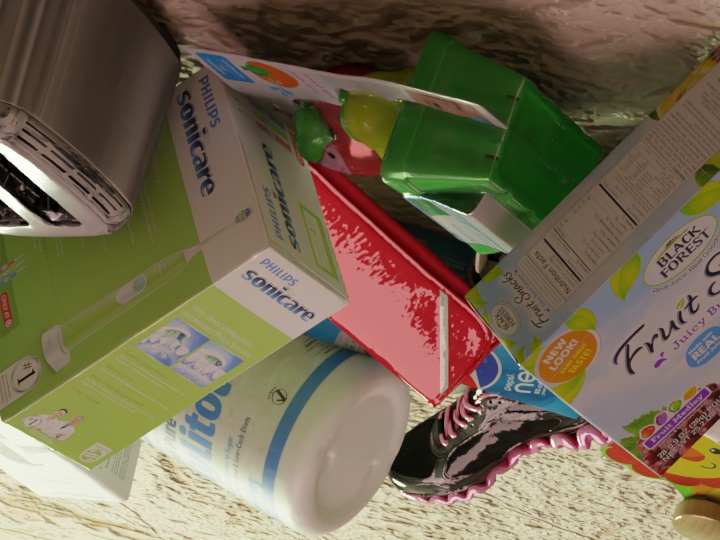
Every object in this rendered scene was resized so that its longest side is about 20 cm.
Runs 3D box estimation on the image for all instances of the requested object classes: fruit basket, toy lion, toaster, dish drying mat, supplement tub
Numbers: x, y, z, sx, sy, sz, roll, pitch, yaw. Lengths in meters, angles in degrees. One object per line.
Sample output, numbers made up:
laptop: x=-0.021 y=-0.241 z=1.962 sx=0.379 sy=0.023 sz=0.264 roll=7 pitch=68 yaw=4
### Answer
fruit basket: x=0.023 y=-0.068 z=1.336 sx=0.199 sy=0.095 sz=0.185 roll=7 pitch=164 yaw=32
toy lion: x=0.275 y=0.130 z=1.754 sx=0.199 sy=0.069 sz=0.192 roll=-2 pitch=147 yaw=31
toaster: x=-0.184 y=-0.103 z=1.308 sx=0.113 sy=0.130 sz=0.200 roll=0 pitch=156 yaw=24
dish drying mat: x=0.000 y=0.000 z=1.486 sx=0.200 sy=0.018 sz=0.077 roll=41 pitch=109 yaw=-18
supplement tub: x=-0.078 y=0.080 z=1.618 sx=0.199 sy=0.132 sz=0.132 roll=26 pitch=166 yaw=27

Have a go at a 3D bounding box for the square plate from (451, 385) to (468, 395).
square plate: x=0.010 y=0.041 z=1.701 sx=0.198 sy=0.029 sz=0.198 roll=12 pitch=159 yaw=-1

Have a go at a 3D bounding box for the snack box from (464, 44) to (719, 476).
snack box: x=0.180 y=-0.004 z=1.294 sx=0.168 sy=0.200 sz=0.068 roll=38 pitch=-171 yaw=-47

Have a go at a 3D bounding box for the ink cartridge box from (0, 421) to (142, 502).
ink cartridge box: x=-0.230 y=0.064 z=1.722 sx=0.083 sy=0.145 sz=0.200 roll=1 pitch=156 yaw=24

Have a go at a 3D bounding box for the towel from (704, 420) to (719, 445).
towel: x=0.248 y=0.037 z=1.407 sx=0.199 sy=0.153 sz=0.023 roll=32 pitch=-170 yaw=-23

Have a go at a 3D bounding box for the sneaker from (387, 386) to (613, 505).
sneaker: x=0.095 y=0.099 z=1.712 sx=0.199 sy=0.079 sz=0.095 roll=-25 pitch=136 yaw=21

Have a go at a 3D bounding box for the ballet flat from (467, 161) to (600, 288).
ballet flat: x=0.108 y=-0.020 z=1.453 sx=0.070 sy=0.071 sz=0.200 roll=14 pitch=160 yaw=-7

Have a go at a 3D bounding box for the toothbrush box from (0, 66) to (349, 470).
toothbrush box: x=-0.122 y=-0.002 z=1.400 sx=0.199 sy=0.146 sz=0.086 roll=-34 pitch=140 yaw=19

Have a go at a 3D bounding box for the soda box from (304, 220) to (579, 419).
soda box: x=0.067 y=0.029 z=1.566 sx=0.198 sy=0.068 sz=0.064 roll=17 pitch=140 yaw=-14
